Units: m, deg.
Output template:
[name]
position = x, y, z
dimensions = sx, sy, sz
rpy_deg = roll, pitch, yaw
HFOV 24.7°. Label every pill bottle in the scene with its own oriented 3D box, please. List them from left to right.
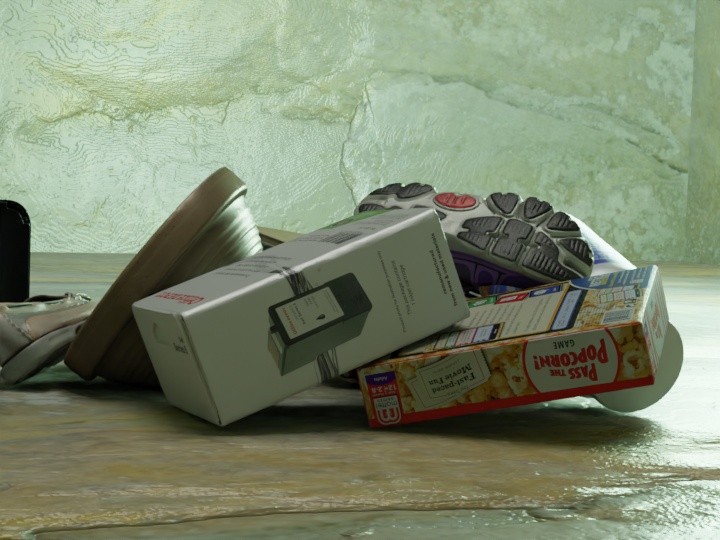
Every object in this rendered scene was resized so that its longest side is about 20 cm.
[pill bottle]
position = 0.178, 0.034, 1.325
dimensions = 0.111, 0.113, 0.200
rpy_deg = 1, 21, -18

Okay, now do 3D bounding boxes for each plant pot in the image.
[plant pot]
position = -0.136, 0.023, 1.300
dimensions = 0.092, 0.201, 0.201
rpy_deg = 38, 4, 0

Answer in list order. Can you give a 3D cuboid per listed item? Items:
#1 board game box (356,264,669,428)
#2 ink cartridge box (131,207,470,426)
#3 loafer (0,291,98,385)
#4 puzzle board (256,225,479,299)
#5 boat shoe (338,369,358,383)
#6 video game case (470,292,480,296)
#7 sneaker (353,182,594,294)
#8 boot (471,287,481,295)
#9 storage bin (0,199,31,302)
[board game box]
position = 0.112, 0.052, 1.161
dimensions = 0.198, 0.047, 0.151
rpy_deg = -10, 12, 18
[ink cartridge box]
position = -0.046, 0.029, 1.165
dimensions = 0.198, 0.085, 0.145
rpy_deg = -23, 9, -19
[loafer]
position = -0.257, 0.042, 1.344
dimensions = 0.072, 0.063, 0.200
rpy_deg = -38, 1, 8
[puzzle board]
position = 0.000, 0.000, 1.412
dimensions = 0.199, 0.018, 0.150
rpy_deg = 21, 5, 25
[boat shoe]
position = 0.007, 0.059, 1.358
dimensions = 0.073, 0.077, 0.200
rpy_deg = -3, 4, -23
[video game case]
position = 0.027, 0.041, 1.631
dimensions = 0.142, 0.018, 0.200
rpy_deg = 1, -16, -15
[sneaker]
position = 0.090, -0.014, 1.291
dimensions = 0.198, 0.084, 0.081
rpy_deg = 14, 44, 26
[boot]
position = 0.103, -0.017, 1.440
dimensions = 0.073, 0.076, 0.199
rpy_deg = 19, 3, 37
[storage bin]
position = -0.424, -0.002, 1.565
dimensions = 0.198, 0.137, 0.093
rpy_deg = 0, 4, -36
